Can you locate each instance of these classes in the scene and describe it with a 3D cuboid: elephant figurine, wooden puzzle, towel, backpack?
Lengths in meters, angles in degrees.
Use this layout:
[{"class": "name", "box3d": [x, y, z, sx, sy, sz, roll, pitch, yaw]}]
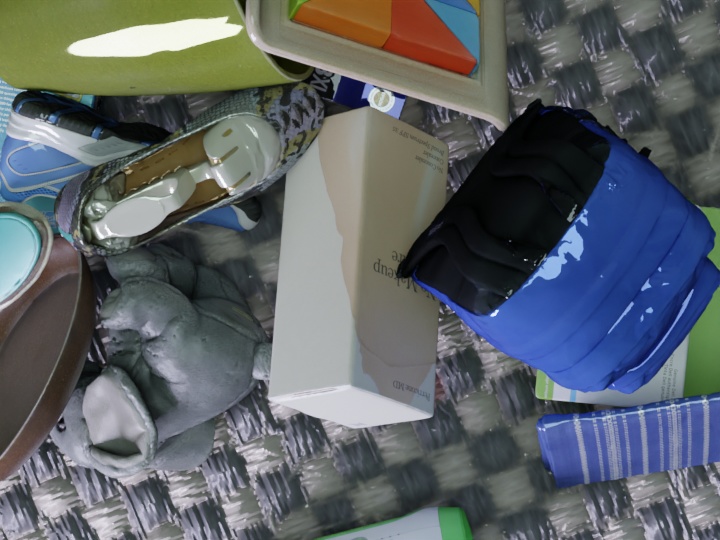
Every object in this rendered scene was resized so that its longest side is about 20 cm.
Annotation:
[{"class": "elephant figurine", "box3d": [-0.160, 0.092, 1.652, 0.141, 0.155, 0.200, 23, 108, -30]}, {"class": "wooden puzzle", "box3d": [0.017, -0.197, 1.540, 0.200, 0.185, 0.037, 19, 139, -22]}, {"class": "towel", "box3d": [0.222, 0.108, 1.606, 0.199, 0.145, 0.024, -10, 69, 5]}, {"class": "backpack", "box3d": [0.145, -0.010, 1.489, 0.168, 0.200, 0.163, 32, 91, -13]}]

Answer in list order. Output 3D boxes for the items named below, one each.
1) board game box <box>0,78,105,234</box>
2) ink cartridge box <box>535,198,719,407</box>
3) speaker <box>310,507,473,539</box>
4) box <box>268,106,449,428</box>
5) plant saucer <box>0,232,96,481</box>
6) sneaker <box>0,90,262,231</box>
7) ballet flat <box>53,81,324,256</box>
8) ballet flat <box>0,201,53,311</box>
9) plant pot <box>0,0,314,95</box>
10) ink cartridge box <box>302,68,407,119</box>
[{"class": "board game box", "box3d": [-0.260, -0.131, 1.674, 0.150, 0.047, 0.201, 10, 94, 2]}, {"class": "ink cartridge box", "box3d": [0.229, 0.024, 1.629, 0.199, 0.076, 0.148, 6, 94, 6]}, {"class": "speaker", "box3d": [-0.015, 0.228, 1.656, 0.199, 0.088, 0.089, -15, 92, 5]}, {"class": "box", "box3d": [0.000, 0.000, 1.596, 0.078, 0.095, 0.201, -12, 68, 40]}, {"class": "plant saucer", "box3d": [-0.238, 0.070, 1.616, 0.032, 0.200, 0.201, 28, 96, -26]}, {"class": "sneaker", "box3d": [-0.164, -0.062, 1.638, 0.200, 0.076, 0.077, 19, 104, -24]}, {"class": "ballet flat", "box3d": [-0.111, -0.063, 1.565, 0.200, 0.072, 0.072, -26, 91, -1]}, {"class": "ballet flat", "box3d": [-0.274, 0.007, 1.644, 0.067, 0.062, 0.200, 49, 123, -2]}, {"class": "plant pot", "box3d": [-0.154, -0.192, 1.568, 0.199, 0.187, 0.188, -15, 92, 18]}, {"class": "ink cartridge box", "box3d": [-0.052, -0.182, 1.663, 0.199, 0.037, 0.095, 20, 95, 1]}]
